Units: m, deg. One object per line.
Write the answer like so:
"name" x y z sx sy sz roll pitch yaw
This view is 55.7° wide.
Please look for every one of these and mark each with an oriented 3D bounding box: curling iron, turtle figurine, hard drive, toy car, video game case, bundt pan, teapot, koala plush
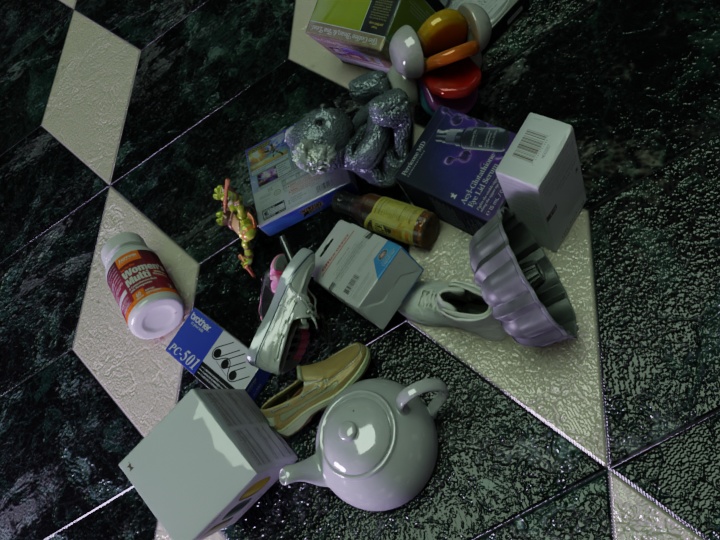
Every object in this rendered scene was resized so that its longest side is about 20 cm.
"curling iron" -0.088 0.029 1.145 0.050 0.025 0.203 -43 68 50
"turtle figurine" -0.224 -0.100 1.244 0.063 0.204 0.161 -24 36 -16
"hard drive" 0.199 -0.499 1.274 0.140 0.038 0.200 -45 56 1
"toy car" 0.143 -0.333 1.144 0.172 0.201 0.153 -23 75 -9
"video game case" -0.113 -0.188 1.283 0.196 0.045 0.185 -24 61 15
"bundt pan" 0.218 0.019 0.944 0.075 0.200 0.205 -33 57 24
"teapot" 0.014 0.238 0.970 0.193 0.146 0.204 10 72 29
"koala plush" -0.028 -0.216 1.140 0.195 0.188 0.178 -10 30 -12

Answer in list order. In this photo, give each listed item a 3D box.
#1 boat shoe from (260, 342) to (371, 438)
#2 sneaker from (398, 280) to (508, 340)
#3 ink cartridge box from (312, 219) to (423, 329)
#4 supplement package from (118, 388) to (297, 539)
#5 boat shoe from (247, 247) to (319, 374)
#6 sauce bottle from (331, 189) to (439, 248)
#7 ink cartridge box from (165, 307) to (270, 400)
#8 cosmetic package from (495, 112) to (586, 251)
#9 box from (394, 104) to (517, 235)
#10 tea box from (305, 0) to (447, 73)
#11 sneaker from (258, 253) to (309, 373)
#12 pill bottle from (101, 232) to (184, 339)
"boat shoe" -0.073 0.176 1.069 0.199 0.076 0.072 -42 21 2
"sneaker" 0.123 0.042 1.022 0.196 0.115 0.075 12 74 31
"ink cartridge box" 0.000 0.000 1.107 0.117 0.068 0.199 -53 34 -4
"supplement package" -0.216 0.283 1.009 0.152 0.200 0.151 -44 75 1
"boat shoe" -0.100 0.069 1.075 0.084 0.075 0.205 22 76 13
"sauce bottle" 0.038 -0.093 1.156 0.197 0.066 0.067 21 78 34
"ink cartridge box" -0.250 0.155 1.196 0.198 0.044 0.095 30 81 33
"cosmetic package" 0.263 -0.120 0.974 0.073 0.200 0.103 28 81 33
"box" 0.178 -0.149 1.087 0.198 0.104 0.150 29 83 32
"tea box" 0.034 -0.487 1.264 0.198 0.133 0.201 27 94 36
"sneaker" -0.142 0.079 1.173 0.095 0.078 0.205 -25 59 46
"pill bottle" -0.421 0.024 1.301 0.109 0.110 0.201 -41 57 3
